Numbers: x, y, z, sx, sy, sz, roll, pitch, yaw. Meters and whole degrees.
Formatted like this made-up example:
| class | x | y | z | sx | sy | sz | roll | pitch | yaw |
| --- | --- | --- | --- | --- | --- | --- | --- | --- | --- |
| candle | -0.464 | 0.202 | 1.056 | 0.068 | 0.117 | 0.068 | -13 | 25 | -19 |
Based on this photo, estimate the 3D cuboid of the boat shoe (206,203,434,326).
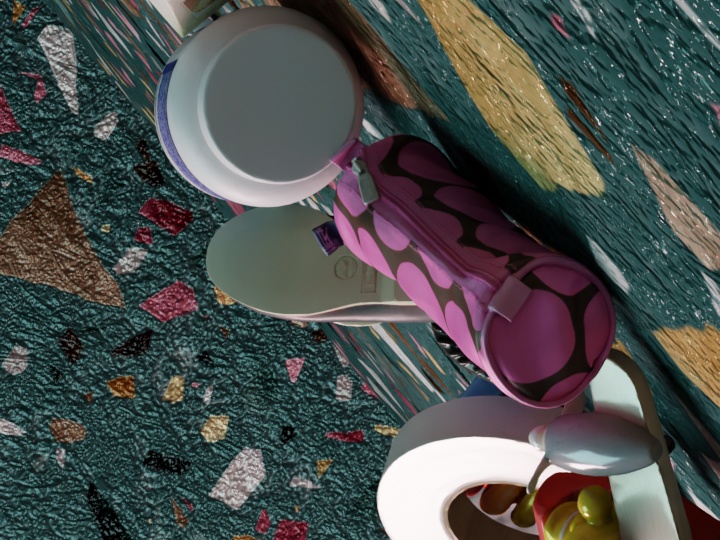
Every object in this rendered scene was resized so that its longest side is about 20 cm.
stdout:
| class | x | y | z | sx | sy | sz | roll | pitch | yaw |
| --- | --- | --- | --- | --- | --- | --- | --- | --- | --- |
| boat shoe | 0.000 | 0.000 | 1.348 | 0.198 | 0.072 | 0.062 | 1 | 168 | 25 |

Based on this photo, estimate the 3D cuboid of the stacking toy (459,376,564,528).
| class | x | y | z | sx | sy | sz | roll | pitch | yaw |
| --- | --- | --- | --- | --- | --- | --- | --- | --- | --- |
| stacking toy | 0.148 | 0.153 | 1.516 | 0.199 | 0.116 | 0.110 | 36 | 175 | 7 |

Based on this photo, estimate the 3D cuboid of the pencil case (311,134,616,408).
| class | x | y | z | sx | sy | sz | roll | pitch | yaw |
| --- | --- | --- | --- | --- | --- | --- | --- | --- | --- |
| pencil case | 0.054 | -0.005 | 1.178 | 0.094 | 0.091 | 0.200 | 54 | 172 | -36 |

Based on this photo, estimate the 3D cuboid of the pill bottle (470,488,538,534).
| class | x | y | z | sx | sy | sz | roll | pitch | yaw |
| --- | --- | --- | --- | --- | --- | --- | --- | --- | --- |
| pill bottle | 0.117 | 0.220 | 2.080 | 0.111 | 0.111 | 0.200 | 52 | 174 | -18 |

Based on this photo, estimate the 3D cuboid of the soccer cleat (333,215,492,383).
| class | x | y | z | sx | sy | sz | roll | pitch | yaw |
| --- | --- | --- | --- | --- | --- | --- | --- | --- | --- |
| soccer cleat | 0.064 | 0.010 | 1.407 | 0.073 | 0.069 | 0.200 | 14 | -161 | -49 |

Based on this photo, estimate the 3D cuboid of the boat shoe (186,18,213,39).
| class | x | y | z | sx | sy | sz | roll | pitch | yaw |
| --- | --- | --- | --- | --- | --- | --- | --- | --- | --- |
| boat shoe | -0.094 | -0.126 | 1.720 | 0.200 | 0.066 | 0.070 | 47 | 174 | 34 |

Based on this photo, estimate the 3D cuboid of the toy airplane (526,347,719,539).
| class | x | y | z | sx | sy | sz | roll | pitch | yaw |
| --- | --- | --- | --- | --- | --- | --- | --- | --- | --- |
| toy airplane | 0.155 | 0.167 | 1.187 | 0.200 | 0.140 | 0.201 | 103 | 144 | -59 |

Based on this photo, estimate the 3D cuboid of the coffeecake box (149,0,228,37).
| class | x | y | z | sx | sy | sz | roll | pitch | yaw |
| --- | --- | --- | --- | --- | --- | --- | --- | --- | --- |
| coffeecake box | -0.137 | -0.242 | 1.236 | 0.154 | 0.073 | 0.200 | 50 | 175 | 15 |

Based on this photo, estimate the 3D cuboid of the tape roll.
| class | x | y | z | sx | sy | sz | roll | pitch | yaw |
| --- | --- | --- | --- | --- | --- | --- | --- | --- | --- |
| tape roll | 0.110 | 0.160 | 1.441 | 0.201 | 0.037 | 0.204 | 12 | 141 | 10 |

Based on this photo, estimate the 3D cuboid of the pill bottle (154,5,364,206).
| class | x | y | z | sx | sy | sz | roll | pitch | yaw |
| --- | --- | --- | --- | --- | --- | --- | --- | --- | --- |
| pill bottle | -0.061 | -0.099 | 1.321 | 0.120 | 0.119 | 0.200 | 51 | 176 | -8 |
